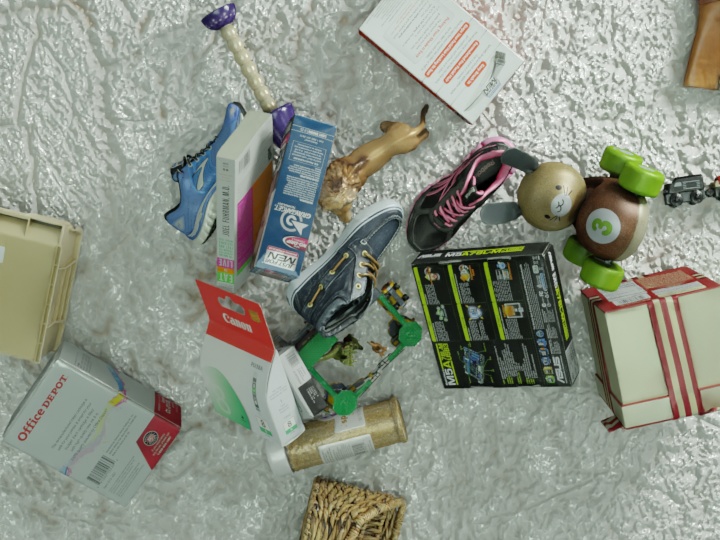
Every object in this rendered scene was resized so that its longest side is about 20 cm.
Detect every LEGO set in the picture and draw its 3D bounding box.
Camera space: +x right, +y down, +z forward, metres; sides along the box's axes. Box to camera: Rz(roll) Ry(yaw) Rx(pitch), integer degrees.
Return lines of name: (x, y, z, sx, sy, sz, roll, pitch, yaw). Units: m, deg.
LEGO set: (-0.023, 0.092, 1.421, 0.154, 0.116, 0.200, 40, 85, -25)

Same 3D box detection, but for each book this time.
book: (-0.152, -0.089, 1.326, 0.048, 0.134, 0.201, 12, 125, 9)

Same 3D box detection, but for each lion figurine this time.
lion figurine: (0.020, -0.153, 1.358, 0.200, 0.123, 0.072, -44, 97, 7)

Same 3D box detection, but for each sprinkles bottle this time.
sprinkles bottle: (-0.034, 0.238, 1.451, 0.199, 0.068, 0.069, -16, 99, 3)

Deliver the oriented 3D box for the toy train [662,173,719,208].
toy train: (0.518, -0.122, 1.403, 0.199, 0.034, 0.046, -8, 87, 3)

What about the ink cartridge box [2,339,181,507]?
ink cartridge box: (-0.373, 0.213, 1.424, 0.199, 0.083, 0.146, 34, 98, -17)

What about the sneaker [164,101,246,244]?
sneaker: (-0.212, -0.140, 1.386, 0.089, 0.079, 0.201, 24, 99, -6)

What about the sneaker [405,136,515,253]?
sneaker: (0.136, -0.101, 1.380, 0.079, 0.095, 0.200, 41, 99, -7)

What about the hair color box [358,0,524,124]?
hair color box: (0.107, -0.301, 1.363, 0.200, 0.064, 0.111, 39, 97, -4)

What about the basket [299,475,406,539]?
basket: (-0.022, 0.418, 1.442, 0.148, 0.143, 0.201, 15, 100, -1)

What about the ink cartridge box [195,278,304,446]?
ink cartridge box: (-0.162, 0.122, 1.341, 0.050, 0.160, 0.201, -35, 122, -30)

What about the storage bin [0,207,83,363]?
storage bin: (-0.509, 0.007, 1.407, 0.199, 0.094, 0.200, 14, 99, -1)

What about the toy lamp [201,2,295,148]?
toy lamp: (-0.143, -0.261, 1.376, 0.058, 0.058, 0.201, -27, 98, 5)

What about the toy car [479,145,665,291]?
toy car: (0.265, -0.090, 1.336, 0.199, 0.158, 0.165, 15, 109, -11)

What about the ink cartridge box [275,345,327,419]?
ink cartridge box: (-0.125, 0.160, 1.399, 0.037, 0.200, 0.095, -34, 99, -33)

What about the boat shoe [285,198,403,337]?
boat shoe: (0.000, 0.000, 1.337, 0.200, 0.071, 0.091, -45, 51, -3)

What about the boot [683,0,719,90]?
boot: (0.535, -0.335, 1.349, 0.187, 0.068, 0.201, 2, 100, 0)

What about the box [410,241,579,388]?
box: (0.182, 0.065, 1.374, 0.192, 0.048, 0.201, -4, 114, 31)

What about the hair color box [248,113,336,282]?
hair color box: (-0.089, -0.090, 1.310, 0.060, 0.100, 0.201, 15, 83, -10)

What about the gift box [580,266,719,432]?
gift box: (0.398, 0.116, 1.364, 0.183, 0.200, 0.188, -12, 100, 8)
